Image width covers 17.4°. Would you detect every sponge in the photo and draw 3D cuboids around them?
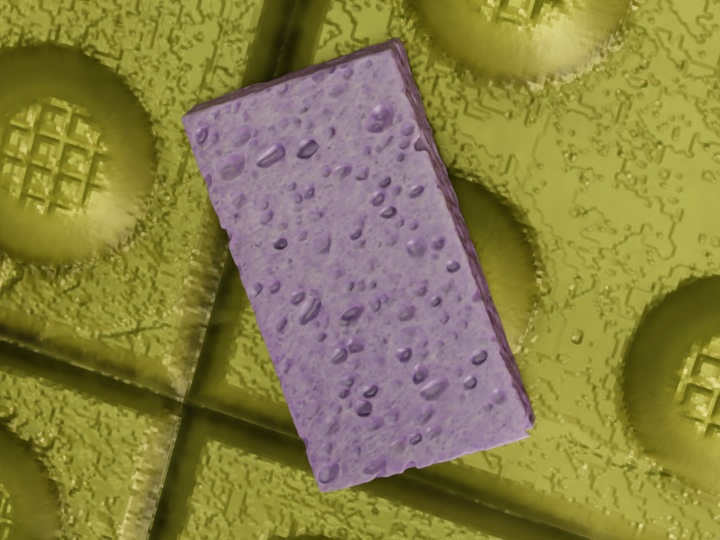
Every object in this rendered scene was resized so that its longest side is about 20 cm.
[{"bbox_3d":[0.000,0.000,1.136,0.111,0.030,0.201,-18,101,14],"label":"sponge"}]
